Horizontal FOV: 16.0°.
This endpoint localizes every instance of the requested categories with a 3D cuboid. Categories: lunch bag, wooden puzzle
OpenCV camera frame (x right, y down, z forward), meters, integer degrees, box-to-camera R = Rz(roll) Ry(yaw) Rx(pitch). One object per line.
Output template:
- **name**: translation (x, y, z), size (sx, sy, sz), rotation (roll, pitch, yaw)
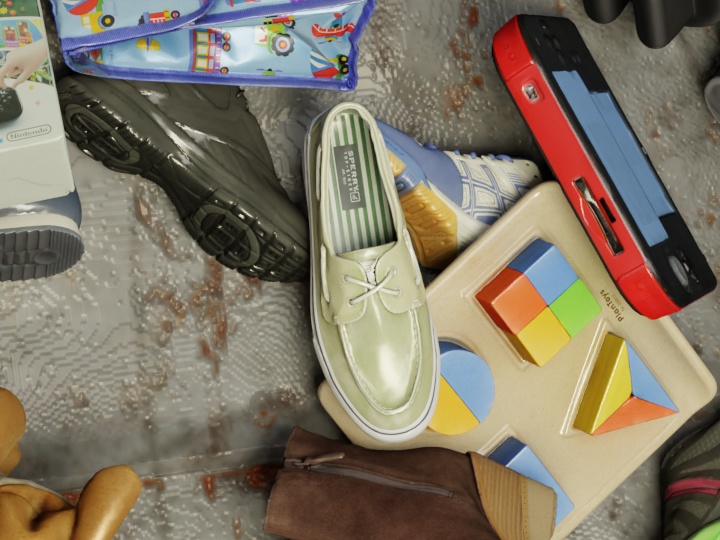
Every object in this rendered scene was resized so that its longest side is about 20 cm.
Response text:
- **lunch bag**: translation (-0.106, -0.185, 1.509), size (0.198, 0.094, 0.151), rotation (-6, 59, -13)
- **wooden puzzle**: translation (0.102, 0.076, 1.546), size (0.200, 0.046, 0.186), rotation (-41, 111, -5)

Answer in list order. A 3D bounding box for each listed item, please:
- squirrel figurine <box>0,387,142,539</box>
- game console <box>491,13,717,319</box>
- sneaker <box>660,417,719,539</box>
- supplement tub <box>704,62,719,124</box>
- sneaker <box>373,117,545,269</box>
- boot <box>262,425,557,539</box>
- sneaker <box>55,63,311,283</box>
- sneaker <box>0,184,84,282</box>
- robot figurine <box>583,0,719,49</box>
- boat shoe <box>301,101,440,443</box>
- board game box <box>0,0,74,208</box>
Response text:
- **squirrel figurine**: translation (-0.252, 0.146, 1.391), size (0.186, 0.141, 0.201), rotation (35, 69, -7)
- **game console**: translation (0.154, -0.067, 1.569), size (0.031, 0.177, 0.201), rotation (-30, 86, 21)
- **sneaker**: translation (0.222, 0.153, 1.610), size (0.200, 0.083, 0.077), rotation (-49, 126, -25)
- **supplement tub**: translation (0.308, -0.170, 1.677), size (0.107, 0.107, 0.200), rotation (42, 69, -11)
- **sneaker**: translation (0.066, -0.043, 1.587), size (0.200, 0.075, 0.089), rotation (38, 62, -23)
- **boot**: translation (0.025, 0.167, 1.435), size (0.165, 0.200, 0.073), rotation (12, 121, 0)
- **sneaker**: translation (-0.086, -0.073, 1.525), size (0.200, 0.076, 0.091), rotation (42, 60, -16)
- **sneaker**: translation (-0.259, -0.043, 1.461), size (0.198, 0.070, 0.083), rotation (5, 57, -19)
- **robot figurine**: translation (0.219, -0.240, 1.640), size (0.150, 0.125, 0.200), rotation (43, 70, -11)
- **boat shoe**: translation (0.000, 0.000, 1.476), size (0.071, 0.062, 0.202), rotation (-13, 82, -2)
- **board game box**: translation (-0.247, -0.127, 1.410), size (0.146, 0.064, 0.201), rotation (-12, 62, -5)
